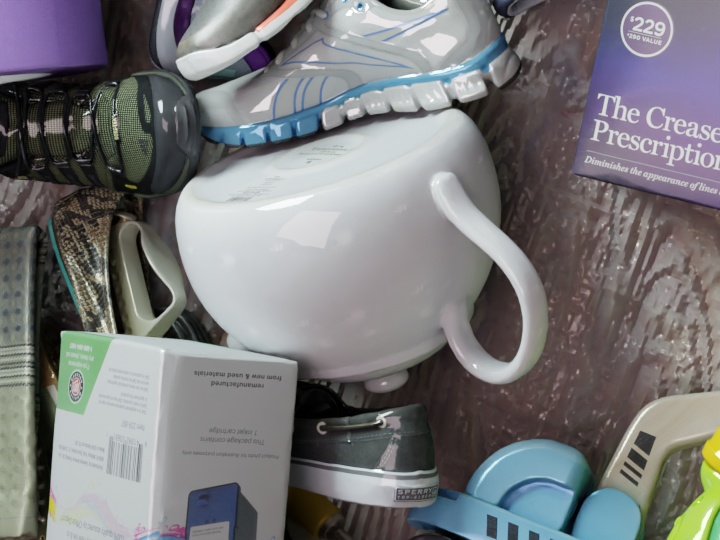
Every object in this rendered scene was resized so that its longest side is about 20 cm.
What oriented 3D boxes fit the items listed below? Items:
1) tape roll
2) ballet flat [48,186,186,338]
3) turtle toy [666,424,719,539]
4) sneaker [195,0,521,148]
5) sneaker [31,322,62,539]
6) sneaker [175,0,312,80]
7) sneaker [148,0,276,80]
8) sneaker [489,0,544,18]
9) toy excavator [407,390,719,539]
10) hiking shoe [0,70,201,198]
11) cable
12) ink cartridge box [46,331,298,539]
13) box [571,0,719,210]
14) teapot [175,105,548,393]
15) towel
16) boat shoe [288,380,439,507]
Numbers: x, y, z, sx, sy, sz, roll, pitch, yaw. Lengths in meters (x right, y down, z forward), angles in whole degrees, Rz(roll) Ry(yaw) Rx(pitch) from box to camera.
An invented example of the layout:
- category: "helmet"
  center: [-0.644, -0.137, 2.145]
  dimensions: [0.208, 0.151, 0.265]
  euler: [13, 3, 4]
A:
- category: "tape roll"
  center: [-0.251, -0.139, 1.501]
  dimensions: [0.199, 0.200, 0.066]
  euler: [-5, 94, 22]
- category: "ballet flat"
  center: [-0.135, 0.038, 1.525]
  dimensions: [0.075, 0.068, 0.201]
  euler: [-21, 71, 23]
- category: "turtle toy"
  center: [0.232, 0.168, 1.357]
  dimensions: [0.101, 0.199, 0.146]
  euler: [40, 108, 43]
- category: "sneaker"
  center: [-0.012, -0.129, 1.456]
  dimensions: [0.199, 0.075, 0.087]
  euler: [-14, 109, 17]
- category: "sneaker"
  center: [-0.176, 0.140, 1.569]
  dimensions: [0.090, 0.067, 0.201]
  euler: [-34, 85, 17]
- category: "sneaker"
  center: [-0.052, -0.194, 1.443]
  dimensions: [0.082, 0.077, 0.200]
  euler: [44, 69, -15]
- category: "sneaker"
  center: [-0.065, -0.207, 1.503]
  dimensions: [0.087, 0.074, 0.201]
  euler: [12, 107, 1]
- category: "sneaker"
  center: [0.126, -0.225, 1.413]
  dimensions: [0.200, 0.070, 0.109]
  euler: [-40, 76, 27]
- category: "toy excavator"
  center: [0.132, 0.129, 1.418]
  dimensions: [0.194, 0.100, 0.201]
  euler: [20, 81, 15]
- category: "hiking shoe"
  center: [-0.171, -0.076, 1.492]
  dimensions: [0.200, 0.100, 0.076]
  euler: [0, 97, 54]
- category: "cable"
  center: [-0.082, 0.119, 1.557]
  dimensions: [0.097, 0.050, 0.200]
  euler: [-45, 67, 29]
- category: "ink cartridge box"
  center: [-0.110, 0.140, 1.409]
  dimensions: [0.145, 0.087, 0.201]
  euler: [5, 89, 61]
- category: "box"
  center: [0.230, -0.099, 1.384]
  dimensions: [0.199, 0.079, 0.142]
  euler: [14, 98, 20]
- category: "teapot"
  center: [0.000, 0.000, 1.433]
  dimensions: [0.196, 0.200, 0.147]
  euler: [-16, 106, 5]
- category: "towel"
  center: [-0.264, 0.080, 1.578]
  dimensions: [0.192, 0.034, 0.201]
  euler: [-9, 74, 35]
- category: "boat shoe"
  center: [-0.028, 0.091, 1.444]
  dimensions: [0.199, 0.068, 0.057]
  euler: [8, 99, 47]
